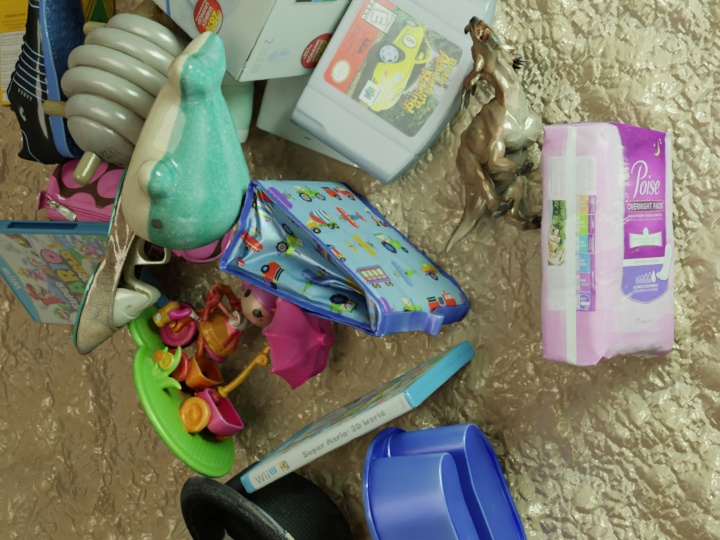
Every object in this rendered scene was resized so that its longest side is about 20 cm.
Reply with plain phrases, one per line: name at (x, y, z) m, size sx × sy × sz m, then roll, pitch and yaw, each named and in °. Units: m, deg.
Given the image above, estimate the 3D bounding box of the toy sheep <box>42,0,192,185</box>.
toy sheep at (-0.224, -0.169, 1.652) m, size 0.137 × 0.138 × 0.201 m, roll 14°, pitch 76°, yaw 32°

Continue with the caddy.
caddy at (0.068, 0.231, 1.541) m, size 0.104 × 0.141 × 0.201 m, roll -16°, pitch 100°, yaw 29°

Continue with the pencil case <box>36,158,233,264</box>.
pencil case at (-0.229, -0.059, 1.768) m, size 0.199 × 0.093 × 0.092 m, roll 11°, pitch 98°, yaw 32°

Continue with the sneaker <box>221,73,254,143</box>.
sneaker at (-0.183, -0.214, 1.743) m, size 0.199 × 0.074 × 0.119 m, roll 23°, pitch 108°, yaw 24°

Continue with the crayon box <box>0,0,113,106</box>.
crayon box at (-0.323, -0.277, 1.848) m, size 0.125 × 0.051 × 0.202 m, roll 0°, pitch 92°, yaw 33°

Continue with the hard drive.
hard drive at (-0.021, -0.214, 1.665) m, size 0.131 × 0.026 × 0.202 m, roll 23°, pitch 105°, yaw 31°

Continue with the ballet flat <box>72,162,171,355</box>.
ballet flat at (-0.220, -0.005, 1.676) m, size 0.067 × 0.068 × 0.202 m, roll 20°, pitch 100°, yaw 13°

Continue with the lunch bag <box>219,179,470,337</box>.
lunch bag at (0.000, 0.000, 1.583) m, size 0.199 × 0.150 × 0.095 m, roll 31°, pitch 108°, yaw 29°

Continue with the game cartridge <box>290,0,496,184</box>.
game cartridge at (0.035, -0.188, 1.601) m, size 0.133 × 0.041 × 0.201 m, roll 32°, pitch 106°, yaw 8°

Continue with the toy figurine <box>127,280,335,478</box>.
toy figurine at (-0.113, 0.068, 1.688) m, size 0.183 × 0.150 × 0.201 m, roll -34°, pitch 63°, yaw 17°

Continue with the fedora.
fedora at (-0.075, 0.252, 1.659) m, size 0.200 × 0.092 × 0.202 m, roll 32°, pitch 146°, yaw 25°

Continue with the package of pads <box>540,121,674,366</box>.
package of pads at (0.208, -0.023, 1.461) m, size 0.075 × 0.120 × 0.202 m, roll 1°, pitch 92°, yaw 39°

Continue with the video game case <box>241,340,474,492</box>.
video game case at (-0.002, 0.132, 1.586) m, size 0.199 × 0.143 × 0.018 m, roll -31°, pitch 92°, yaw 30°

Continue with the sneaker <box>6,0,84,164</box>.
sneaker at (-0.326, -0.209, 1.782) m, size 0.077 × 0.070 × 0.202 m, roll -4°, pitch 90°, yaw 27°

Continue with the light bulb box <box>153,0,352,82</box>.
light bulb box at (-0.098, -0.312, 1.608) m, size 0.200 × 0.124 × 0.199 m, roll 44°, pitch 124°, yaw 25°

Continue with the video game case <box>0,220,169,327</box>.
video game case at (-0.295, 0.005, 1.804) m, size 0.199 × 0.018 × 0.144 m, roll 2°, pitch 137°, yaw 34°

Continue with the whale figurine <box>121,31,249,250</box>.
whale figurine at (-0.144, -0.109, 1.565) m, size 0.103 × 0.159 × 0.201 m, roll 22°, pitch 124°, yaw 8°

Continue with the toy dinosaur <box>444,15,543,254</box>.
toy dinosaur at (0.117, -0.117, 1.547) m, size 0.136 × 0.085 × 0.201 m, roll 47°, pitch 128°, yaw 31°
